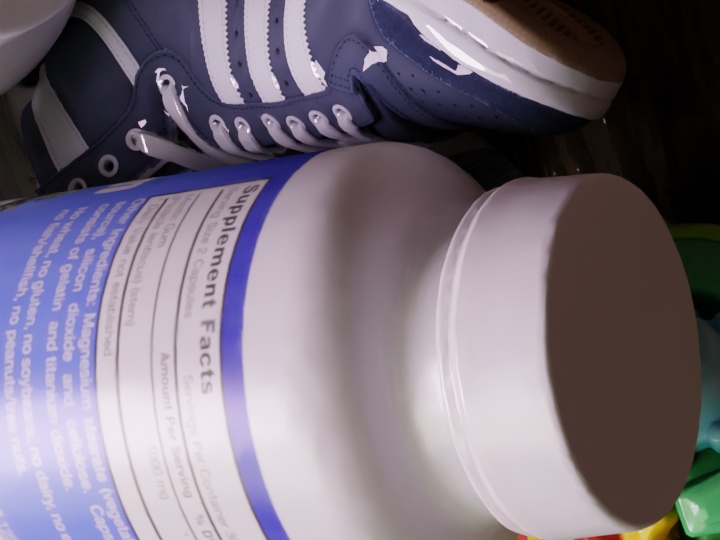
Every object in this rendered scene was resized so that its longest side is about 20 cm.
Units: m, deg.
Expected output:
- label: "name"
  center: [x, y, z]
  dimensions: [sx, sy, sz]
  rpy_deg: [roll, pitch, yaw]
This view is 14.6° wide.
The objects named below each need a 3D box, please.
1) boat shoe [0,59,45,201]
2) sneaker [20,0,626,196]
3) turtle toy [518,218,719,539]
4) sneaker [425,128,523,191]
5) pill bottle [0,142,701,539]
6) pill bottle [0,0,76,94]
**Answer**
- label: "boat shoe"
  center: [-0.079, -0.043, 0.852]
  dimensions: [0.201, 0.071, 0.070]
  rpy_deg: [65, 153, 28]
- label: "sneaker"
  center: [-0.018, -0.043, 0.741]
  dimensions: [0.070, 0.109, 0.200]
  rpy_deg: [17, -171, -43]
- label: "turtle toy"
  center: [0.097, 0.078, 0.741]
  dimensions: [0.146, 0.101, 0.201]
  rpy_deg: [-20, 90, 59]
- label: "sneaker"
  center: [0.000, 0.000, 0.864]
  dimensions: [0.082, 0.070, 0.200]
  rpy_deg: [52, 152, 24]
- label: "pill bottle"
  center: [-0.022, 0.029, 0.689]
  dimensions: [0.199, 0.112, 0.112]
  rpy_deg: [-8, 124, 31]
- label: "pill bottle"
  center: [-0.141, -0.091, 0.774]
  dimensions: [0.112, 0.112, 0.200]
  rpy_deg: [53, 156, -13]
